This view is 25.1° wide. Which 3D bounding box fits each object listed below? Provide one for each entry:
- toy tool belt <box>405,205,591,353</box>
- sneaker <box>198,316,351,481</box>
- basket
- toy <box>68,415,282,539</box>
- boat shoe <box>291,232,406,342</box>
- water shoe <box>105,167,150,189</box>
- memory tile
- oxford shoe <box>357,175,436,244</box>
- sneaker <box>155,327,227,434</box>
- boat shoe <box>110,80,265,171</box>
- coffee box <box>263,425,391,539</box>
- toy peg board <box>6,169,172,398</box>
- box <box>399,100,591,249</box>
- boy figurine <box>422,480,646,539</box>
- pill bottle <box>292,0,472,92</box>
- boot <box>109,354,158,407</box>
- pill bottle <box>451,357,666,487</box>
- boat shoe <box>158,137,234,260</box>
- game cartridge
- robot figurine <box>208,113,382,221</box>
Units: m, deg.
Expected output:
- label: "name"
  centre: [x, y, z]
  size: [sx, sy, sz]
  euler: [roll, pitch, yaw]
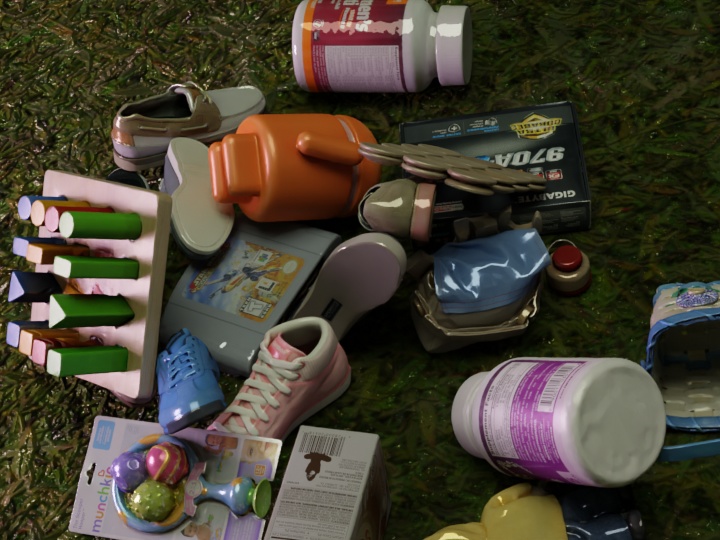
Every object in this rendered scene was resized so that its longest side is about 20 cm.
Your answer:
- label: "toy tool belt"
  centre: [0.139, -0.002, 1.622]
  size: [0.199, 0.123, 0.125]
  euler: [-20, 48, -8]
- label: "sneaker"
  centre: [-0.095, 0.121, 1.568]
  size: [0.200, 0.105, 0.075]
  euler: [-40, 55, -22]
- label: "basket"
  centre: [0.337, 0.095, 1.484]
  size: [0.175, 0.140, 0.201]
  euler: [-6, 39, 5]
- label: "toy"
  centre: [-0.181, 0.199, 1.520]
  size: [0.199, 0.047, 0.116]
  euler: [6, 72, 17]
- label: "boat shoe"
  centre: [0.000, 0.000, 1.610]
  size: [0.075, 0.200, 0.093]
  euler: [39, 51, -5]
- label: "water shoe"
  centre: [-0.285, -0.053, 1.778]
  size: [0.071, 0.079, 0.201]
  euler: [5, 49, 15]
- label: "memory tile"
  centre: [0.097, -0.103, 1.647]
  size: [0.153, 0.017, 0.200]
  euler: [18, 10, 24]
- label: "oxford shoe"
  centre: [0.036, -0.065, 1.607]
  size: [0.073, 0.200, 0.071]
  euler: [7, 89, 1]
- label: "sneaker"
  centre: [-0.170, 0.102, 1.546]
  size: [0.066, 0.079, 0.200]
  euler: [-21, 8, -3]
- label: "boat shoe"
  centre: [-0.194, -0.179, 1.867]
  size: [0.199, 0.069, 0.075]
  euler: [-26, 45, -29]
- label: "coffee box"
  centre: [-0.036, 0.253, 1.430]
  size: [0.079, 0.115, 0.201]
  euler: [5, 50, 15]
- label: "toy peg board"
  centre: [-0.292, 0.009, 1.598]
  size: [0.097, 0.201, 0.199]
  euler: [1, 9, -45]
- label: "box"
  centre: [0.145, -0.105, 1.767]
  size: [0.199, 0.046, 0.160]
  euler: [-6, 48, 5]
- label: "boy figurine"
  centre: [0.152, 0.244, 1.436]
  size: [0.199, 0.065, 0.125]
  euler: [-14, 46, -1]
- label: "pill bottle"
  centre: [0.027, -0.263, 1.891]
  size: [0.199, 0.110, 0.110]
  euler: [1, 48, 12]
- label: "boot"
  centre: [-0.237, 0.021, 1.652]
  size: [0.070, 0.147, 0.200]
  euler: [-2, 39, -27]
- label: "pill bottle"
  centre: [0.170, 0.133, 1.453]
  size: [0.112, 0.113, 0.200]
  euler: [-42, 18, -25]
- label: "boat shoe"
  centre: [-0.185, -0.067, 1.774]
  size: [0.072, 0.062, 0.201]
  euler: [11, 35, -21]
- label: "game cartridge"
  centre: [-0.122, 0.018, 1.714]
  size: [0.133, 0.042, 0.200]
  euler: [19, 54, 20]
- label: "robot figurine"
  centre: [-0.061, -0.111, 1.741]
  size: [0.199, 0.144, 0.117]
  euler: [-3, 45, -28]
